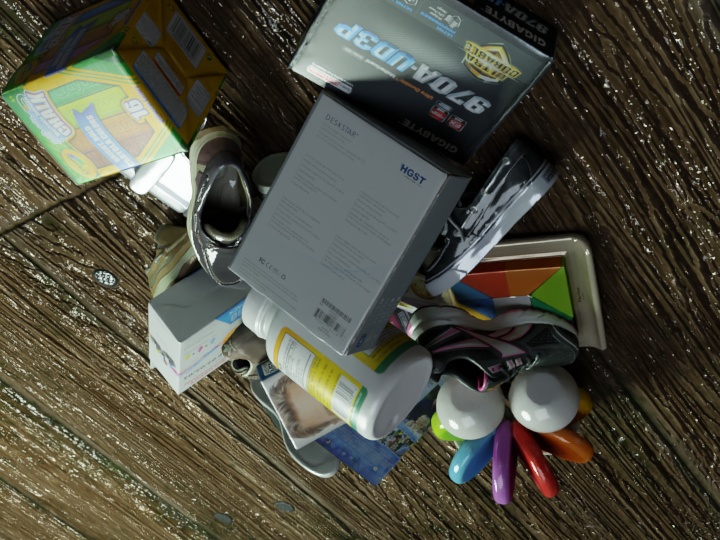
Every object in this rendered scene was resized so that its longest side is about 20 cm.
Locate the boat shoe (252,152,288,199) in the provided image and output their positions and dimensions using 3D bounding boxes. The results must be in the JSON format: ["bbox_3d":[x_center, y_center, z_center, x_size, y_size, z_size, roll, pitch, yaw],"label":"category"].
[{"bbox_3d":[-0.016,-0.081,1.049,0.199,0.073,0.061,8,142,21],"label":"boat shoe"}]

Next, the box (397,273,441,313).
[{"bbox_3d":[0.000,0.000,1.097,0.198,0.042,0.039,24,167,-22],"label":"box"}]

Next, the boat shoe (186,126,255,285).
[{"bbox_3d":[-0.146,-0.054,1.050,0.071,0.065,0.202,-6,132,-13],"label":"boat shoe"}]

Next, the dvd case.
[{"bbox_3d":[0.034,0.161,1.250,0.142,0.018,0.200,40,96,-22],"label":"dvd case"}]

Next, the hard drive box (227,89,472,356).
[{"bbox_3d":[-0.012,-0.045,0.961,0.155,0.077,0.201,36,105,18],"label":"hard drive box"}]

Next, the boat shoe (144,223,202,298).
[{"bbox_3d":[-0.218,-0.024,1.187,0.076,0.071,0.200,54,137,7],"label":"boat shoe"}]

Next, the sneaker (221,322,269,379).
[{"bbox_3d":[-0.130,0.104,1.252,0.075,0.071,0.200,-27,159,-7],"label":"sneaker"}]

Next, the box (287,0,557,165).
[{"bbox_3d":[0.054,-0.202,0.904,0.199,0.046,0.159,28,139,-13],"label":"box"}]

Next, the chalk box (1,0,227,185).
[{"bbox_3d":[-0.257,-0.178,0.981,0.198,0.125,0.125,-13,132,31],"label":"chalk box"}]

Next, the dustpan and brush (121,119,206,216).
[{"bbox_3d":[-0.210,-0.128,1.070,0.139,0.058,0.200,34,135,-19],"label":"dustpan and brush"}]

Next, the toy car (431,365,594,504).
[{"bbox_3d":[0.186,0.206,1.205,0.197,0.152,0.175,-7,156,11],"label":"toy car"}]

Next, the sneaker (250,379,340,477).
[{"bbox_3d":[-0.072,0.218,1.354,0.200,0.071,0.099,45,173,41],"label":"sneaker"}]

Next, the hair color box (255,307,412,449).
[{"bbox_3d":[-0.014,0.117,1.177,0.198,0.061,0.101,-28,108,-4],"label":"hair color box"}]

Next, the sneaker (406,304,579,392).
[{"bbox_3d":[0.150,0.099,1.112,0.197,0.087,0.081,2,142,-9],"label":"sneaker"}]

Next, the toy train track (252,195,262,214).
[{"bbox_3d":[-0.128,-0.029,1.166,0.115,0.032,0.200,57,152,15],"label":"toy train track"}]

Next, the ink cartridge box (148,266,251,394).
[{"bbox_3d":[-0.198,0.077,1.224,0.068,0.115,0.201,48,154,15],"label":"ink cartridge box"}]

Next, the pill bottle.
[{"bbox_3d":[-0.030,0.080,1.063,0.199,0.113,0.113,34,146,23],"label":"pill bottle"}]

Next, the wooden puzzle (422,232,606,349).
[{"bbox_3d":[0.175,0.037,1.139,0.198,0.037,0.186,-1,137,21],"label":"wooden puzzle"}]

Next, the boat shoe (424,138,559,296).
[{"bbox_3d":[0.117,-0.054,1.024,0.068,0.074,0.200,40,131,-1],"label":"boat shoe"}]
